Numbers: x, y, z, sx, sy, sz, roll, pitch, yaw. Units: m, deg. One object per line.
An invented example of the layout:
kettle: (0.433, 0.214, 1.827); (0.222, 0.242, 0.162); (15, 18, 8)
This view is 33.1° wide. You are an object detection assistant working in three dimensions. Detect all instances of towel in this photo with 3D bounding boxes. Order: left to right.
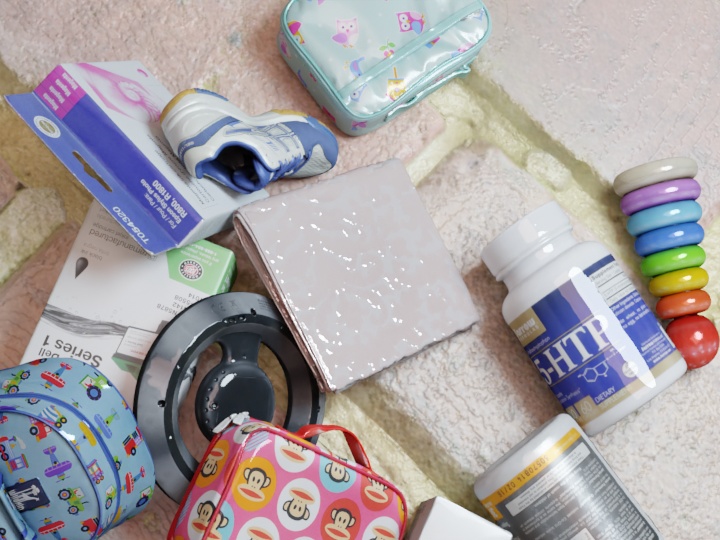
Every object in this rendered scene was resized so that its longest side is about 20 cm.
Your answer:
towel: (0.000, 0.000, 1.145); (0.198, 0.032, 0.193); (-20, 78, -35)

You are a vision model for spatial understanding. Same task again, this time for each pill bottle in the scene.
pill bottle: (0.204, 0.042, 1.143); (0.119, 0.120, 0.201); (-32, 81, -12)
pill bottle: (0.203, 0.241, 1.096); (0.116, 0.116, 0.201); (-35, 81, -12)

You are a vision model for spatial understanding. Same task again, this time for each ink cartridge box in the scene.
ink cartridge box: (-0.216, 0.058, 1.118); (0.144, 0.084, 0.202); (21, 75, 0)
ink cartridge box: (-0.197, -0.111, 1.112); (0.196, 0.200, 0.043); (46, 111, 5)

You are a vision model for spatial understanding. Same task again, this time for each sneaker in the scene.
sneaker: (-0.095, -0.103, 1.134); (0.198, 0.075, 0.089); (6, 47, -41)

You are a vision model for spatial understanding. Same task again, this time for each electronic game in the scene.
electronic game: (-0.114, 0.120, 1.092); (0.198, 0.041, 0.203); (-2, 94, -37)

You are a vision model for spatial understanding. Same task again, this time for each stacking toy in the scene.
stacking toy: (0.311, -0.005, 1.189); (0.084, 0.085, 0.203); (-11, 82, -8)

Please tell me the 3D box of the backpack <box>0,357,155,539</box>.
backpack: (-0.280, 0.172, 1.004); (0.197, 0.135, 0.185); (-14, 109, 18)

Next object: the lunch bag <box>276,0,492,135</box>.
lunch bag: (0.029, -0.240, 1.217); (0.199, 0.077, 0.161); (-36, 82, -12)

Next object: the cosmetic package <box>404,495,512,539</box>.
cosmetic package: (0.054, 0.308, 1.070); (0.080, 0.113, 0.202); (24, 74, 1)

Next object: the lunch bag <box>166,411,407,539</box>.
lunch bag: (-0.056, 0.216, 1.059); (0.199, 0.082, 0.178); (32, 74, -29)
